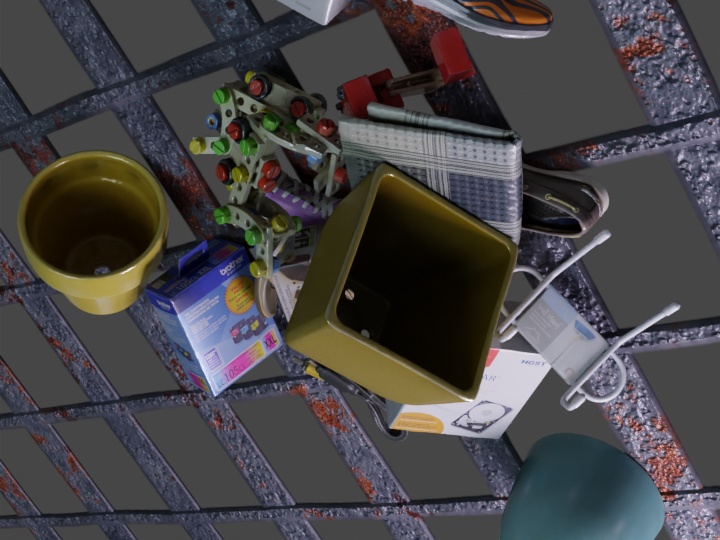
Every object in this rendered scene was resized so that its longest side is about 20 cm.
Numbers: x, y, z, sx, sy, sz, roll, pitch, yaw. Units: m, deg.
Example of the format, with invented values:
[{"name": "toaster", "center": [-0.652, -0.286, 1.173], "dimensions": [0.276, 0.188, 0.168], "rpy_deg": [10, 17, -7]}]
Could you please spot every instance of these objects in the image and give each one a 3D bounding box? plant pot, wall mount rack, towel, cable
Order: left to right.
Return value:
[{"name": "plant pot", "center": [-0.364, -0.034, 1.906], "dimensions": [0.200, 0.201, 0.189], "rpy_deg": [31, 154, 11]}, {"name": "cable", "center": [0.004, 0.155, 1.915], "dimensions": [0.199, 0.050, 0.097], "rpy_deg": [36, 124, -14]}, {"name": "plant pot", "center": [0.023, 0.034, 1.514], "dimensions": [0.193, 0.197, 0.200], "rpy_deg": [30, 154, -21]}, {"name": "towel", "center": [0.077, -0.101, 1.473], "dimensions": [0.198, 0.035, 0.193], "rpy_deg": [9, 149, 13]}, {"name": "plant pot", "center": [0.271, 0.340, 1.765], "dimensions": [0.199, 0.161, 0.202], "rpy_deg": [21, 137, 21]}, {"name": "wall mount rack", "center": [0.255, 0.056, 1.567], "dimensions": [0.200, 0.174, 0.075], "rpy_deg": [45, 180, -7]}]

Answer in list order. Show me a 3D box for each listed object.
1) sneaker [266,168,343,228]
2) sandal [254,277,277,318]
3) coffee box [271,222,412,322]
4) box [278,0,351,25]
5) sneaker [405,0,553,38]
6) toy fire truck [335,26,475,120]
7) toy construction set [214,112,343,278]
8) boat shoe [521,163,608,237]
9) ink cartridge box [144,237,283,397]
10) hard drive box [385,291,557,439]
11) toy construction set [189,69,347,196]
[{"name": "sneaker", "center": [-0.058, -0.085, 1.712], "dimensions": [0.200, 0.073, 0.114], "rpy_deg": [44, 134, -15]}, {"name": "sandal", "center": [-0.108, -0.011, 1.818], "dimensions": [0.053, 0.081, 0.201], "rpy_deg": [10, 131, 2]}, {"name": "coffee box", "center": [0.000, 0.000, 1.661], "dimensions": [0.198, 0.080, 0.114], "rpy_deg": [-13, 123, 9]}, {"name": "box", "center": [-0.067, -0.395, 1.378], "dimensions": [0.199, 0.131, 0.200], "rpy_deg": [31, 139, 12]}, {"name": "sneaker", "center": [0.111, -0.308, 1.362], "dimensions": [0.198, 0.078, 0.113], "rpy_deg": [19, 116, -4]}, {"name": "toy fire truck", "center": [0.046, -0.198, 1.495], "dimensions": [0.200, 0.140, 0.049], "rpy_deg": [109, 139, -85]}, {"name": "toy construction set", "center": [-0.101, -0.104, 1.566], "dimensions": [0.131, 0.092, 0.201], "rpy_deg": [50, 122, 28]}, {"name": "boat shoe", "center": [0.175, -0.079, 1.535], "dimensions": [0.199, 0.060, 0.072], "rpy_deg": [12, 133, 30]}, {"name": "ink cartridge box", "center": [-0.205, 0.050, 1.879], "dimensions": [0.076, 0.136, 0.201], "rpy_deg": [17, 137, 49]}, {"name": "hard drive box", "center": [0.131, 0.120, 1.684], "dimensions": [0.154, 0.077, 0.201], "rpy_deg": [7, 142, -15]}, {"name": "toy construction set", "center": [-0.102, -0.166, 1.647], "dimensions": [0.199, 0.092, 0.132], "rpy_deg": [23, 113, 8]}]
